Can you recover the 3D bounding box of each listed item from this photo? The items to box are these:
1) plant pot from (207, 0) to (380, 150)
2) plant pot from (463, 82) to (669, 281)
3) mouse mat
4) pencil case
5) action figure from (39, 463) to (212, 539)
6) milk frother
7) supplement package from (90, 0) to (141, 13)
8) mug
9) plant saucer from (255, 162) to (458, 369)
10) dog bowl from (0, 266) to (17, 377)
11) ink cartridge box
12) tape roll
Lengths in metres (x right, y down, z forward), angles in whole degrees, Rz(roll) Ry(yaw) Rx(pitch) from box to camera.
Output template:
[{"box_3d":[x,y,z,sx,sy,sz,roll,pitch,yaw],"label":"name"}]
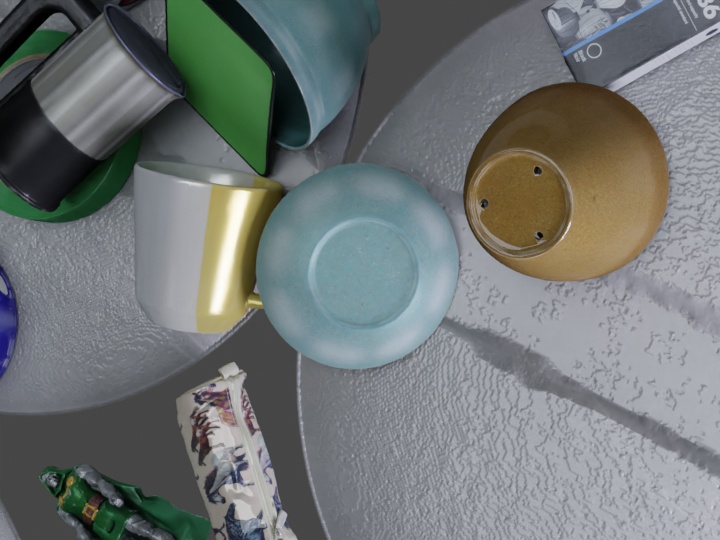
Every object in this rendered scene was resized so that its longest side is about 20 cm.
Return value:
[{"box_3d":[-0.065,-0.237,1.422,0.134,0.201,0.200,-39,74,-19],"label":"plant pot"},{"box_3d":[0.164,-0.070,1.299,0.185,0.200,0.188,3,99,21],"label":"plant pot"},{"box_3d":[-0.140,-0.192,1.444,0.008,0.200,0.161,-38,73,-23],"label":"mouse mat"},{"box_3d":[-0.122,0.198,1.461,0.089,0.078,0.202,-26,78,38],"label":"pencil case"},{"box_3d":[-0.256,0.261,1.521,0.199,0.055,0.119,30,99,22],"label":"action figure"},{"box_3d":[-0.298,-0.167,1.418,0.188,0.200,0.181,-40,108,12],"label":"milk frother"},{"box_3d":[-0.236,-0.355,1.514,0.199,0.114,0.110,-27,78,17],"label":"supplement package"},{"box_3d":[-0.147,-0.017,1.449,0.186,0.149,0.155,17,101,40],"label":"mug"},{"box_3d":[0.000,0.000,1.403,0.199,0.039,0.203,-1,100,-8],"label":"plant saucer"},{"box_3d":[-0.476,0.057,1.591,0.198,0.079,0.202,-1,87,19],"label":"dog bowl"},{"box_3d":[0.277,-0.248,1.372,0.199,0.039,0.100,-29,77,14],"label":"ink cartridge box"},{"box_3d":[-0.332,-0.153,1.570,0.199,0.048,0.202,-1,87,18],"label":"tape roll"}]
